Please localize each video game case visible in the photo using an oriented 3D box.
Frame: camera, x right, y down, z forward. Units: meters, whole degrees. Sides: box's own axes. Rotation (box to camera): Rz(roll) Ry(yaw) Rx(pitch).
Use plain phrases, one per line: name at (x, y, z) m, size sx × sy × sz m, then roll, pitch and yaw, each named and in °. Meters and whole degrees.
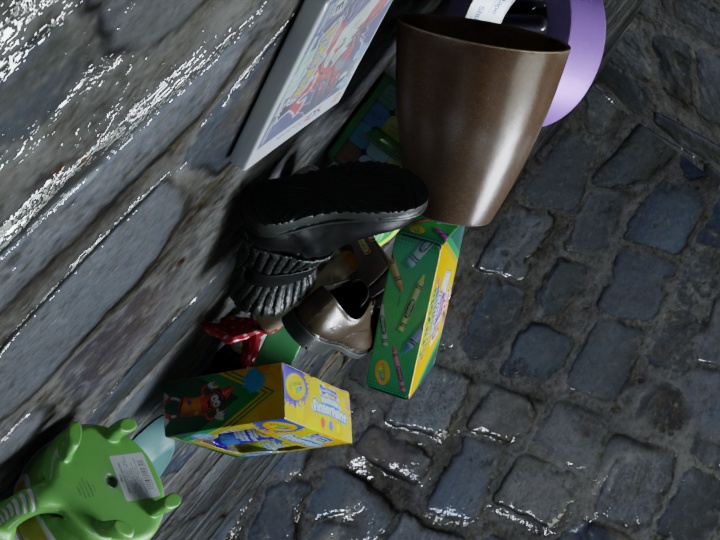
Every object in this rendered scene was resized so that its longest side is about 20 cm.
video game case at (-0.031, -0.200, 1.195) m, size 0.182 × 0.023 × 0.201 m, roll -44°, pitch 169°, yaw -49°

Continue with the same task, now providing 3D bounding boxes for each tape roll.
tape roll at (0.183, -0.267, 1.498) m, size 0.065 × 0.201 × 0.201 m, roll 3°, pitch 132°, yaw -42°
tape roll at (-0.103, 0.083, 1.782) m, size 0.202 × 0.048 × 0.200 m, roll -63°, pitch -176°, yaw 8°

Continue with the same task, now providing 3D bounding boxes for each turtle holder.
turtle holder at (-0.282, 0.239, 1.290) m, size 0.131 × 0.141 × 0.186 m, roll -37°, pitch -170°, yaw 27°

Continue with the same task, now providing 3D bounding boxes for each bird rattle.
bird rattle at (-0.087, 0.030, 1.575) m, size 0.199 × 0.113 × 0.163 m, roll -29°, pitch 180°, yaw -40°

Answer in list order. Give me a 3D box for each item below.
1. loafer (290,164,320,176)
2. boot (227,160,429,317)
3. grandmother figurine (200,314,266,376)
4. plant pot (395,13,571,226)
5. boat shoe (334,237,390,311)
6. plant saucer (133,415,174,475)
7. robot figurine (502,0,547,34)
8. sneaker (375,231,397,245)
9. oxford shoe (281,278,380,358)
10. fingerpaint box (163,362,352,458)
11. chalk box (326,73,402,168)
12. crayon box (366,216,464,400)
loafer at (-0.077, -0.044, 1.469) m, size 0.070 × 0.070 × 0.200 m, roll -57°, pitch 177°, yaw -36°
boot at (-0.037, -0.032, 1.389) m, size 0.209 × 0.080 × 0.159 m, roll -7°, pitch 140°, yaw -13°
grandmother figurine at (-0.173, 0.123, 1.725) m, size 0.122 × 0.060 × 0.200 m, roll -57°, pitch -179°, yaw -44°
plant pot at (0.115, -0.156, 1.400) m, size 0.187 × 0.185 × 0.202 m, roll -36°, pitch 137°, yaw -65°
boat shoe at (0.000, 0.000, 1.697) m, size 0.071 × 0.201 × 0.076 m, roll -12°, pitch 161°, yaw -21°
plant saucer at (-0.306, 0.281, 1.732) m, size 0.200 × 0.036 × 0.200 m, roll -51°, pitch 172°, yaw -9°
robot figurine at (0.211, -0.324, 1.719) m, size 0.150 × 0.125 × 0.200 m, roll -49°, pitch 173°, yaw 4°
sneaker at (-0.026, -0.032, 1.910) m, size 0.200 × 0.074 × 0.083 m, roll -50°, pitch 148°, yaw 8°
oxford shoe at (-0.009, 0.052, 1.508) m, size 0.084 × 0.073 × 0.200 m, roll -45°, pitch 164°, yaw 14°
fingerpaint box at (-0.125, 0.181, 1.637) m, size 0.165 × 0.074 × 0.200 m, roll -11°, pitch 161°, yaw 20°
chalk box at (0.049, -0.145, 1.555) m, size 0.124 × 0.125 × 0.200 m, roll -52°, pitch 174°, yaw 5°
crayon box at (0.067, 0.038, 1.565) m, size 0.119 × 0.058 × 0.202 m, roll -42°, pitch 146°, yaw -65°
